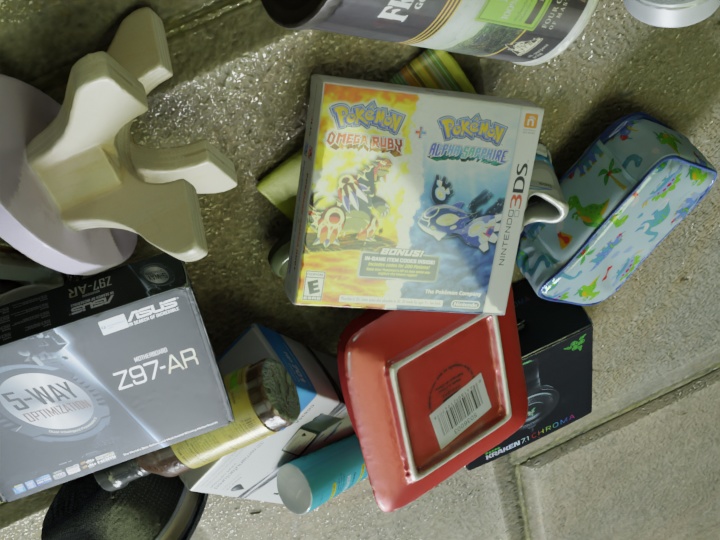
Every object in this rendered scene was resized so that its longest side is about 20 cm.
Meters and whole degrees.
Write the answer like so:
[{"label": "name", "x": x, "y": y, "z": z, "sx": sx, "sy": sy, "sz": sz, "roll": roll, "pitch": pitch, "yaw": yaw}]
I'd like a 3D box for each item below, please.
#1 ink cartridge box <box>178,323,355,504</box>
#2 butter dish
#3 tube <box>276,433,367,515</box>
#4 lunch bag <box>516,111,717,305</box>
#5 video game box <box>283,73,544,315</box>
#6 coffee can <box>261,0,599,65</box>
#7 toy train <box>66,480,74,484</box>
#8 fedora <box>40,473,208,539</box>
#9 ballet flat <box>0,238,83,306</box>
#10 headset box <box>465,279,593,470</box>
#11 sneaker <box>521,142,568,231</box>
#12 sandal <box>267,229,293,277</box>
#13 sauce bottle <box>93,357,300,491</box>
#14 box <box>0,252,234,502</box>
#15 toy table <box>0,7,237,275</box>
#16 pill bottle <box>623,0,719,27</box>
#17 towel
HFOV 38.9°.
[{"label": "ink cartridge box", "x": -0.087, "y": 0.151, "z": 1.023, "sx": 0.146, "sy": 0.086, "sz": 0.199, "roll": -44, "pitch": 149, "yaw": 9}, {"label": "butter dish", "x": 0.048, "y": 0.094, "z": 0.995, "sx": 0.198, "sy": 0.147, "sz": 0.203, "roll": -27, "pitch": 119, "yaw": -27}, {"label": "tube", "x": 0.000, "y": 0.191, "z": 1.053, "sx": 0.198, "sy": 0.051, "sz": 0.078, "roll": -18, "pitch": 152, "yaw": -46}, {"label": "lunch bag", "x": 0.252, "y": -0.055, "z": 1.023, "sx": 0.159, "sy": 0.083, "sz": 0.201, "roll": 6, "pitch": 131, "yaw": -48}, {"label": "video game box", "x": 0.044, "y": -0.059, "z": 0.853, "sx": 0.196, "sy": 0.047, "sz": 0.186, "roll": 3, "pitch": 105, "yaw": -19}, {"label": "coffee can", "x": 0.046, "y": -0.222, "z": 0.674, "sx": 0.197, "sy": 0.148, "sz": 0.148, "roll": 1, "pitch": 134, "yaw": -32}, {"label": "toy train", "x": -0.231, "y": 0.135, "z": 0.981, "sx": 0.199, "sy": 0.057, "sz": 0.042, "roll": -38, "pitch": 140, "yaw": 14}, {"label": "fedora", "x": -0.245, "y": 0.236, "z": 1.012, "sx": 0.199, "sy": 0.202, "sz": 0.092, "roll": -37, "pitch": 121, "yaw": 12}, {"label": "ballet flat", "x": -0.302, "y": -0.004, "z": 0.775, "sx": 0.197, "sy": 0.073, "sz": 0.073, "roll": 7, "pitch": 131, "yaw": -36}, {"label": "headset box", "x": 0.171, "y": 0.111, "z": 1.163, "sx": 0.171, "sy": 0.094, "sz": 0.202, "roll": -23, "pitch": 141, "yaw": -7}, {"label": "sneaker", "x": 0.105, "y": -0.058, "z": 0.934, "sx": 0.196, "sy": 0.088, "sz": 0.076, "roll": -15, "pitch": 147, "yaw": -17}, {"label": "sandal", "x": -0.001, "y": 0.001, "z": 0.959, "sx": 0.199, "sy": 0.058, "sz": 0.080, "roll": 0, "pitch": 137, "yaw": -44}, {"label": "sauce bottle", "x": -0.150, "y": 0.142, "z": 0.903, "sx": 0.197, "sy": 0.066, "sz": 0.065, "roll": -26, "pitch": 143, "yaw": 16}, {"label": "box", "x": -0.209, "y": 0.084, "z": 0.784, "sx": 0.196, "sy": 0.044, "sz": 0.162, "roll": -18, "pitch": 133, "yaw": -9}, {"label": "toy table", "x": -0.174, "y": -0.078, "z": 0.693, "sx": 0.115, "sy": 0.187, "sz": 0.200, "roll": -20, "pitch": 171, "yaw": 14}, {"label": "pill bottle", "x": 0.232, "y": -0.283, "z": 0.743, "sx": 0.110, "sy": 0.113, "sz": 0.201, "roll": -23, "pitch": 142, "yaw": -5}, {"label": "towel", "x": 0.008, "y": -0.112, "z": 0.882, "sx": 0.199, "sy": 0.018, "sz": 0.086, "roll": -36, "pitch": 136, "yaw": 11}]
